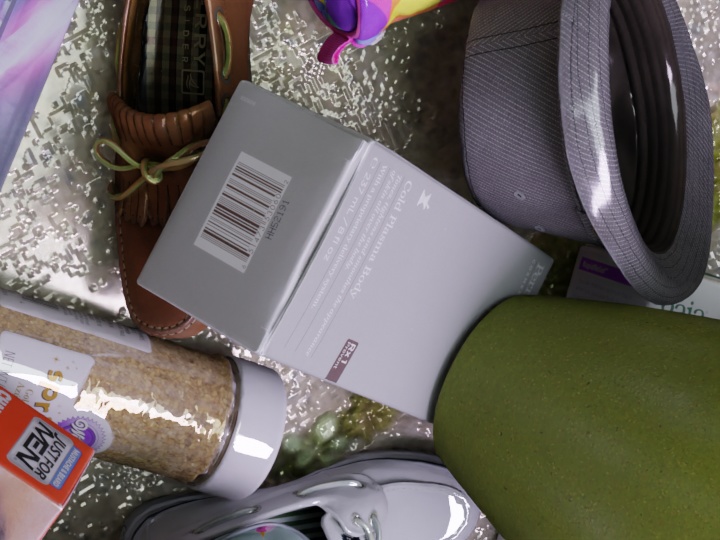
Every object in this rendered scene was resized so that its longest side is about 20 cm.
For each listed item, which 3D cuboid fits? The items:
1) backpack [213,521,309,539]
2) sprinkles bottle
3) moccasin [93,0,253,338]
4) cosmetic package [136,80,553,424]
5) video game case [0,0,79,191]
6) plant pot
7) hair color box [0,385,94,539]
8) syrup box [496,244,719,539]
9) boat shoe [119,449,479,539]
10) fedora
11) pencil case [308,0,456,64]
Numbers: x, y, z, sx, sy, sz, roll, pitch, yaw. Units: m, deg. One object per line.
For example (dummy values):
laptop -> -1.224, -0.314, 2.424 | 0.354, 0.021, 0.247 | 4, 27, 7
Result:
backpack -> -0.073, 0.217, 0.757 | 0.199, 0.176, 0.154 | -23, 149, -19
sprinkles bottle -> -0.135, 0.053, 0.832 | 0.199, 0.068, 0.069 | 19, 92, -25
moccasin -> -0.085, -0.069, 0.817 | 0.078, 0.073, 0.202 | -7, 107, -66
cosmetic package -> 0.000, 0.000, 0.825 | 0.200, 0.090, 0.107 | 24, 92, -54
video game case -> -0.205, -0.102, 0.767 | 0.143, 0.019, 0.201 | 28, 69, -26
plant pot -> 0.140, 0.093, 0.824 | 0.187, 0.200, 0.188 | -37, 142, -36
hair color box -> -0.227, 0.071, 0.741 | 0.200, 0.064, 0.111 | 34, 107, -6
syrup box -> 0.144, 0.093, 0.957 | 0.078, 0.081, 0.201 | 14, 95, -27
boat shoe -> -0.020, 0.141, 0.900 | 0.199, 0.067, 0.074 | -9, 104, -22
fedora -> 0.105, -0.073, 0.865 | 0.200, 0.090, 0.178 | 35, 55, -59
pencil case -> 0.057, -0.173, 0.865 | 0.199, 0.088, 0.089 | -24, 108, -19
